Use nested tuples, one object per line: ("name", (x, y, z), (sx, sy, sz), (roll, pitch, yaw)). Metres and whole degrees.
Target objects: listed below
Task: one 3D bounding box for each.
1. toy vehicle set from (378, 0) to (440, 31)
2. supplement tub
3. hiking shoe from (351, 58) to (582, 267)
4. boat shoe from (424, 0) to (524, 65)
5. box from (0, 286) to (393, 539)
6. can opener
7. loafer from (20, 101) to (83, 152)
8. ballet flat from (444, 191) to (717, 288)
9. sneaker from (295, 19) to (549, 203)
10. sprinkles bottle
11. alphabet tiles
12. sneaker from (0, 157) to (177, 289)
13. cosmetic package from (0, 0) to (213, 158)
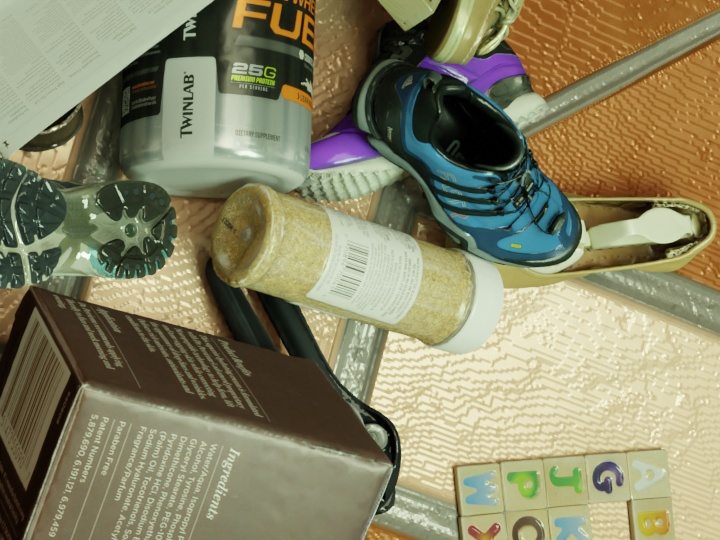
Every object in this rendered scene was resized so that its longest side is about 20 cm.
("toy vehicle set", (0.024, -0.255, 1.725), (0.124, 0.026, 0.200), (48, 34, -16))
("supplement tub", (-0.090, -0.153, 1.662), (0.122, 0.122, 0.201), (5, 80, -24))
("hiking shoe", (0.081, -0.059, 1.676), (0.200, 0.087, 0.075), (37, 76, -32))
("boat shoe", (0.096, -0.194, 1.746), (0.063, 0.073, 0.201), (30, 36, -3))
("box", (-0.118, 0.132, 1.550), (0.200, 0.166, 0.165), (16, 103, -22))
("can opener", (-0.040, 0.073, 1.680), (0.063, 0.079, 0.200), (-30, 84, -33))
("loafer", (-0.243, -0.158, 1.618), (0.073, 0.071, 0.200), (-45, 101, -24))
("ballet flat", (0.155, -0.028, 1.790), (0.199, 0.063, 0.069), (-7, 84, -26))
("sneaker", (0.024, -0.115, 1.745), (0.200, 0.070, 0.100), (-22, 85, -31))
("sprinkles bottle", (0.000, 0.000, 1.684), (0.200, 0.068, 0.068), (18, 74, -37))
("alphabet tiles", (0.148, 0.227, 1.777), (0.167, 0.008, 0.201), (-3, 82, -26))
("sneaker", (-0.211, -0.025, 1.586), (0.200, 0.086, 0.078), (9, 84, -45))
("cosmetic package", (-0.161, -0.162, 1.575), (0.200, 0.051, 0.083), (-36, 107, 4))
